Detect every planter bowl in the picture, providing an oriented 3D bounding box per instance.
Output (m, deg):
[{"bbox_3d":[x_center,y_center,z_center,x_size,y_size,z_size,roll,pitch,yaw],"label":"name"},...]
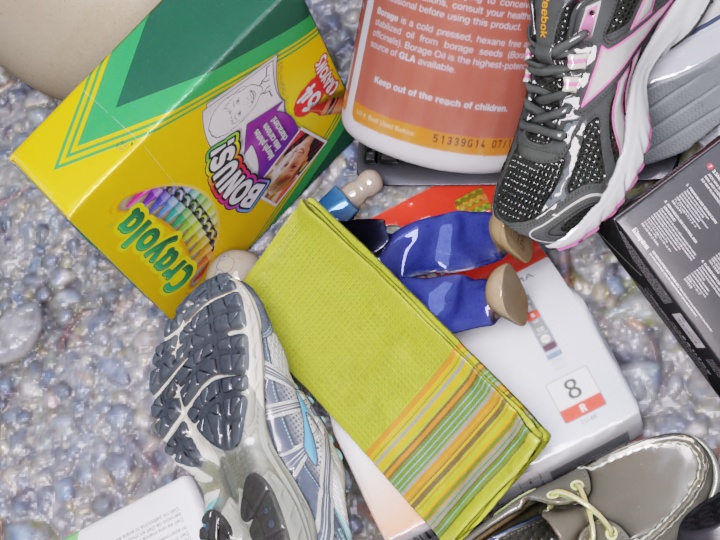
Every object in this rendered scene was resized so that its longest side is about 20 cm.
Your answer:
[{"bbox_3d":[-0.130,-0.173,1.025,0.135,0.200,0.200,43,84,-1],"label":"planter bowl"}]

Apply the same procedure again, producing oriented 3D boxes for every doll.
[{"bbox_3d":[0.000,0.000,0.971,0.199,0.048,0.137,-6,64,26],"label":"doll"}]

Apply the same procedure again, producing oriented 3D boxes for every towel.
[{"bbox_3d":[0.010,0.054,0.921,0.200,0.018,0.086,45,108,22],"label":"towel"}]

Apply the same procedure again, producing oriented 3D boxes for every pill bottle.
[{"bbox_3d":[0.061,-0.164,0.932,0.112,0.112,0.201,19,111,19],"label":"pill bottle"}]

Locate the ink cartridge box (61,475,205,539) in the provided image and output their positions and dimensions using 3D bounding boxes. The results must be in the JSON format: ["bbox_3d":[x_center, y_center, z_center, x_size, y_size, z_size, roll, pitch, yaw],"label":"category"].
[{"bbox_3d":[-0.109,0.239,0.914,0.146,0.084,0.200,-27,66,2],"label":"ink cartridge box"}]

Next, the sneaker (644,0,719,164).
[{"bbox_3d":[0.186,-0.123,0.945,0.200,0.073,0.071,-28,45,27],"label":"sneaker"}]

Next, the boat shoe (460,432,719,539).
[{"bbox_3d":[0.110,0.152,0.908,0.201,0.060,0.072,-34,65,-1],"label":"boat shoe"}]

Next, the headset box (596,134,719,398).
[{"bbox_3d":[0.254,-0.026,0.908,0.200,0.075,0.149,-37,88,-2],"label":"headset box"}]

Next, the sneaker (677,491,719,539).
[{"bbox_3d":[0.264,0.132,0.890,0.200,0.072,0.083,-28,94,2],"label":"sneaker"}]

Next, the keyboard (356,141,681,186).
[{"bbox_3d":[0.099,-0.111,1.022,0.199,0.021,0.127,-1,64,11],"label":"keyboard"}]

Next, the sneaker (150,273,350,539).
[{"bbox_3d":[-0.053,0.098,0.911,0.078,0.086,0.200,-31,61,31],"label":"sneaker"}]

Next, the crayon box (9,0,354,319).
[{"bbox_3d":[-0.091,-0.073,0.960,0.058,0.200,0.173,40,83,20],"label":"crayon box"}]

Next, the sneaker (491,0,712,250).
[{"bbox_3d":[0.113,-0.113,0.886,0.080,0.086,0.200,14,78,45],"label":"sneaker"}]

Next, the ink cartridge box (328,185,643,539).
[{"bbox_3d":[0.050,0.041,0.969,0.162,0.050,0.200,-27,69,2],"label":"ink cartridge box"}]

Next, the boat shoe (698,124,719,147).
[{"bbox_3d":[0.235,-0.166,0.990,0.073,0.067,0.201,7,88,29],"label":"boat shoe"}]
